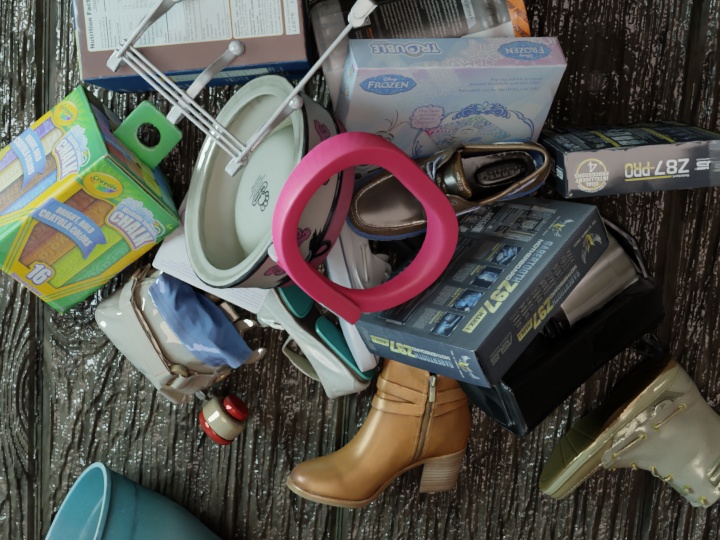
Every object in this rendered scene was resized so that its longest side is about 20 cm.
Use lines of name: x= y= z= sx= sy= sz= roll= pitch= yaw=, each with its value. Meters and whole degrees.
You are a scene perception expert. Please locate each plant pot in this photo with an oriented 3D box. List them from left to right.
plant pot: x=-0.223 y=0.325 z=1.284 sx=0.187 sy=0.200 sz=0.201 roll=25 pitch=100 yaw=-21

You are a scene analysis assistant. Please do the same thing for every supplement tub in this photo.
supplement tub: x=0.059 y=-0.223 z=1.205 sx=0.199 sy=0.123 sz=0.123 roll=-15 pitch=101 yaw=3

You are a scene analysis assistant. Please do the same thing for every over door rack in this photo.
over door rack: x=-0.094 y=-0.197 z=1.017 sx=0.148 sy=0.067 sz=0.200 roll=41 pitch=115 yaw=-4

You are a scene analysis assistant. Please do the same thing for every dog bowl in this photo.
dog bowl: x=-0.081 y=-0.073 z=1.137 sx=0.074 sy=0.200 sz=0.201 roll=18 pitch=102 yaw=-34

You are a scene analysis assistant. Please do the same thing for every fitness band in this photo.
fitness band: x=0.004 y=-0.034 z=1.063 sx=0.144 sy=0.037 sz=0.200 roll=-47 pitch=136 yaw=2

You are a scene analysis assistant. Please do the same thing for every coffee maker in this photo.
coffee maker: x=0.198 y=0.069 z=1.235 sx=0.200 sy=0.135 sz=0.193 roll=-37 pitch=102 yaw=-13

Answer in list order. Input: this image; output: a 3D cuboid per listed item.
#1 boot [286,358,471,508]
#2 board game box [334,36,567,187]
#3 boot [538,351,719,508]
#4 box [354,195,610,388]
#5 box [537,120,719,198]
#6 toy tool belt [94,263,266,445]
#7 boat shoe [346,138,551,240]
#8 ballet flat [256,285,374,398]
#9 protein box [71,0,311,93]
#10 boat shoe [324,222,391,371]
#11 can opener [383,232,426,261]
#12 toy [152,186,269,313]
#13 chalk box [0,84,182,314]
boot: x=0.021 y=0.158 z=1.290 sx=0.199 sy=0.074 sz=0.156 roll=-5 pitch=114 yaw=-22
board game box: x=0.073 y=-0.136 z=1.185 sx=0.199 sy=0.044 sz=0.199 roll=-3 pitch=145 yaw=-14
boot: x=0.304 y=0.206 z=1.325 sx=0.155 sy=0.072 sz=0.200 roll=44 pitch=97 yaw=-11
box: x=0.112 y=0.010 z=1.148 sx=0.200 sy=0.157 sz=0.051 roll=-48 pitch=126 yaw=-27
box: x=0.256 y=-0.111 z=1.193 sx=0.160 sy=0.200 sz=0.049 roll=-6 pitch=102 yaw=-1
toy tool belt: x=-0.161 y=0.070 z=1.259 sx=0.123 sy=0.125 sz=0.200 roll=-42 pitch=96 yaw=13
boat shoe: x=0.080 y=-0.084 z=1.146 sx=0.199 sy=0.072 sz=0.073 roll=-20 pitch=86 yaw=-5
ballet flat: x=-0.068 y=0.056 z=1.293 sx=0.069 sy=0.069 sz=0.200 roll=-37 pitch=101 yaw=6
protein box: x=-0.150 y=-0.244 z=1.152 sx=0.199 sy=0.199 sz=0.136 roll=-5 pitch=95 yaw=0
boat shoe: x=0.000 y=0.000 z=1.263 sx=0.065 sy=0.074 sz=0.201 roll=-14 pitch=90 yaw=-5
can opener: x=0.062 y=-0.024 z=1.250 sx=0.200 sy=0.063 sz=0.079 roll=33 pitch=58 yaw=-35
toy: x=-0.113 y=-0.067 z=1.247 sx=0.115 sy=0.047 sz=0.201 roll=24 pitch=79 yaw=0
chalk box: x=-0.261 y=-0.080 z=1.202 sx=0.200 sy=0.124 sz=0.124 roll=-37 pitch=136 yaw=8
